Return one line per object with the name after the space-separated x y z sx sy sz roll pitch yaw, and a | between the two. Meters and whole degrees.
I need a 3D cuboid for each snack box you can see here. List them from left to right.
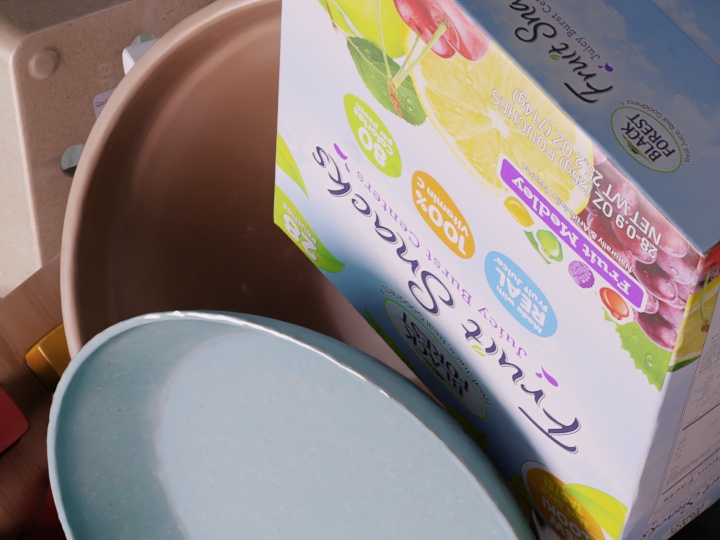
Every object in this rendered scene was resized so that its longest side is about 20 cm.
0.051 -0.024 0.842 0.169 0.068 0.200 47 159 22 | snack box

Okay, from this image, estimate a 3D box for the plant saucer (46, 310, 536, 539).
-0.012 0.089 0.943 0.200 0.036 0.200 22 133 25 | plant saucer

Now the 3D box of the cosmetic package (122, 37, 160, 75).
-0.029 -0.006 1.221 0.071 0.101 0.200 -125 22 -52 | cosmetic package

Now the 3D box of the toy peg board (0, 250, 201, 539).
-0.081 0.096 1.082 0.200 0.199 0.098 51 169 -3 | toy peg board

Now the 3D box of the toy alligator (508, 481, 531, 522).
0.041 0.112 1.178 0.059 0.054 0.200 117 135 -72 | toy alligator

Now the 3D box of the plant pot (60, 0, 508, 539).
0.000 0.000 1.029 0.093 0.201 0.201 1 -113 -61 | plant pot

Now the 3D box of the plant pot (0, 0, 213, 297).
-0.145 -0.093 1.408 0.177 0.199 0.200 32 135 47 | plant pot
